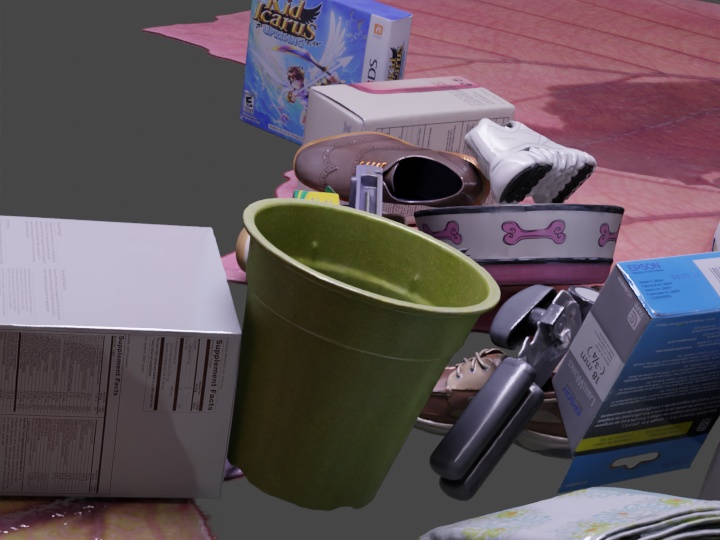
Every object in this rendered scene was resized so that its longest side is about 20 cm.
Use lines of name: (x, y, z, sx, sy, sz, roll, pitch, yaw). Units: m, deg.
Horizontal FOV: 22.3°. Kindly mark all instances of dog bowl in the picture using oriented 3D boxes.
dog bowl: (0.150, -0.022, 1.729, 0.199, 0.074, 0.200, -1, -2, 0)

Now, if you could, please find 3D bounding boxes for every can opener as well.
can opener: (0.110, 0.092, 1.461, 0.067, 0.053, 0.200, 18, 56, 38)

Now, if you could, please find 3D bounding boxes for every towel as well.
towel: (0.158, 0.188, 1.283, 0.171, 0.048, 0.200, -4, -2, -35)

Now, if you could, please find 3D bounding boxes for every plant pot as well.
plant pot: (-0.018, 0.072, 1.374, 0.199, 0.191, 0.200, 16, 17, -5)

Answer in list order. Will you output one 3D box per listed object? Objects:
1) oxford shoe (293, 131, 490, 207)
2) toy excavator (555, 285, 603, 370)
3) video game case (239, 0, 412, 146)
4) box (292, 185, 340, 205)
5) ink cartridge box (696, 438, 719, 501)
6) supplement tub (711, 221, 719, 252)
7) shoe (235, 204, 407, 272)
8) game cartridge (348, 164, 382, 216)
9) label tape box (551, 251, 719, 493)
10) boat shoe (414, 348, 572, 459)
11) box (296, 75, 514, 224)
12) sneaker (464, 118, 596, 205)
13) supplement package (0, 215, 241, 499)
oxford shoe: (0.022, -0.097, 1.753, 0.199, 0.072, 0.073, 5, 3, 20)
toy excavator: (0.236, 0.068, 1.637, 0.200, 0.100, 0.194, 4, 19, -47)
video game case: (-0.043, -0.228, 2.065, 0.200, 0.182, 0.045, 24, 28, 31)
box: (-0.044, 0.008, 1.617, 0.048, 0.118, 0.200, 8, 23, -5)
ink cartridge box: (0.347, 0.112, 1.475, 0.086, 0.147, 0.200, 25, 27, 12)
supplement tub: (0.411, 0.013, 1.732, 0.144, 0.145, 0.200, 10, 24, 2)
shoe: (-0.036, -0.033, 1.761, 0.053, 0.070, 0.200, 2, 11, 45)
game cartridge: (0.000, 0.000, 1.634, 0.038, 0.130, 0.200, 8, 23, -3)
label tape box: (0.232, 0.078, 1.441, 0.144, 0.200, 0.063, -6, 47, -30)
boat shoe: (0.105, 0.098, 1.523, 0.199, 0.072, 0.076, 10, 24, 3)
box: (0.047, -0.127, 1.938, 0.199, 0.128, 0.109, -7, 28, -33)
sneaker: (0.166, -0.107, 1.766, 0.081, 0.075, 0.200, 49, 18, 20)
supplement package: (-0.207, 0.064, 1.396, 0.199, 0.148, 0.191, 3, 25, -13)
